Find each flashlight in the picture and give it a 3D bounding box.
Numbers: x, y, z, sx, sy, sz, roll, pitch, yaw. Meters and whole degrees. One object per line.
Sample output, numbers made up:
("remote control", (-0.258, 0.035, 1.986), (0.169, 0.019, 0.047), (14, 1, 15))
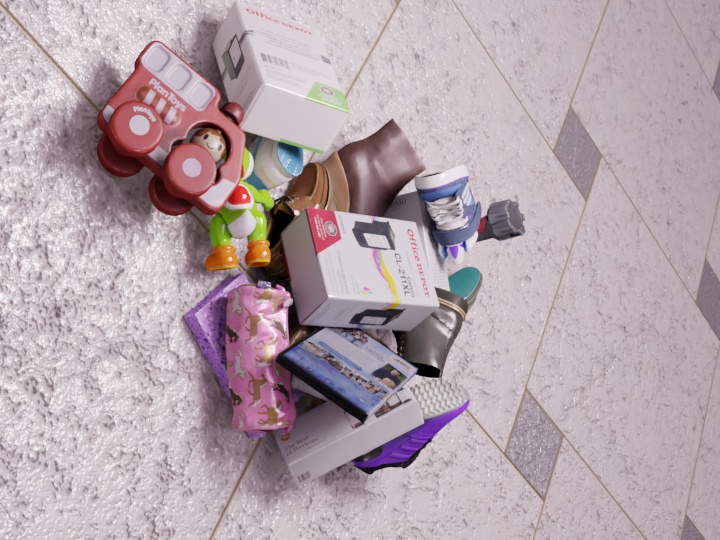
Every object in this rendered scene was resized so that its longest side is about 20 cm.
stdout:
("flashlight", (0.177, -0.076, 1.780), (0.067, 0.198, 0.069), (18, 66, -43))

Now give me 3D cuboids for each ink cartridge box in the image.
("ink cartridge box", (0.000, 0.000, 1.517), (0.198, 0.083, 0.147), (5, 58, -36))
("ink cartridge box", (-0.114, -0.274, 1.505), (0.144, 0.084, 0.201), (13, 39, -32))

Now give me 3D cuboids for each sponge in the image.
("sponge", (-0.159, 0.118, 1.482), (0.111, 0.030, 0.202), (-42, 112, -45))

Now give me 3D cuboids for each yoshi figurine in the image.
("yoshi figurine", (-0.182, -0.102, 1.465), (0.112, 0.110, 0.203), (-3, 85, -68))

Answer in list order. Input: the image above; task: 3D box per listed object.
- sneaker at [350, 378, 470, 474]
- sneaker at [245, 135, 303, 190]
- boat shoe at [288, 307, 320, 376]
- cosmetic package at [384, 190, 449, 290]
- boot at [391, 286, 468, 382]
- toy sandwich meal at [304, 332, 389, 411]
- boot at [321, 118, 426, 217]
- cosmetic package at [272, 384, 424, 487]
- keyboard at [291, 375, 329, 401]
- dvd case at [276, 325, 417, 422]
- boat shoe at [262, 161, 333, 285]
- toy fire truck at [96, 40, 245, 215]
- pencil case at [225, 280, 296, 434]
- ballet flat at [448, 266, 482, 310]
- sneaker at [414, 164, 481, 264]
("sneaker", (0.073, 0.234, 1.554), (0.070, 0.198, 0.100), (-117, -178, -52))
("sneaker", (-0.123, -0.193, 1.571), (0.077, 0.080, 0.201), (50, 29, -25))
("boat shoe", (-0.074, 0.088, 1.546), (0.200, 0.067, 0.073), (-53, 129, -50))
("cosmetic package", (0.078, -0.019, 1.720), (0.071, 0.100, 0.203), (-1, 80, -63))
("boot", (0.051, 0.082, 1.608), (0.078, 0.197, 0.140), (80, 25, -53))
("toy sandwich meal", (-0.010, 0.185, 1.610), (0.203, 0.070, 0.209), (3, 85, -39))
("boot", (0.034, -0.113, 1.660), (0.201, 0.165, 0.072), (59, 2, -12))
("cosmetic package", (-0.019, 0.216, 1.488), (0.198, 0.083, 0.051), (-26, 126, -8))
("keyboard", (-0.024, 0.166, 1.528), (0.199, 0.011, 0.057), (28, 72, -43))
("dvd case", (-0.014, 0.128, 1.438), (0.142, 0.018, 0.200), (33, 22, 13))
("boat shoe", (-0.095, -0.083, 1.571), (0.068, 0.071, 0.202), (36, 55, -38))
("toy fire truck", (-0.231, -0.177, 1.361), (0.199, 0.112, 0.169), (38, 67, -11))
("pencil case", (-0.133, 0.118, 1.424), (0.082, 0.086, 0.203), (5, 79, -45))
("ballet flat", (0.153, 0.071, 1.833), (0.200, 0.067, 0.064), (-49, 144, -42))
("sneaker", (0.142, -0.082, 1.652), (0.200, 0.079, 0.149), (-19, 97, -77))
